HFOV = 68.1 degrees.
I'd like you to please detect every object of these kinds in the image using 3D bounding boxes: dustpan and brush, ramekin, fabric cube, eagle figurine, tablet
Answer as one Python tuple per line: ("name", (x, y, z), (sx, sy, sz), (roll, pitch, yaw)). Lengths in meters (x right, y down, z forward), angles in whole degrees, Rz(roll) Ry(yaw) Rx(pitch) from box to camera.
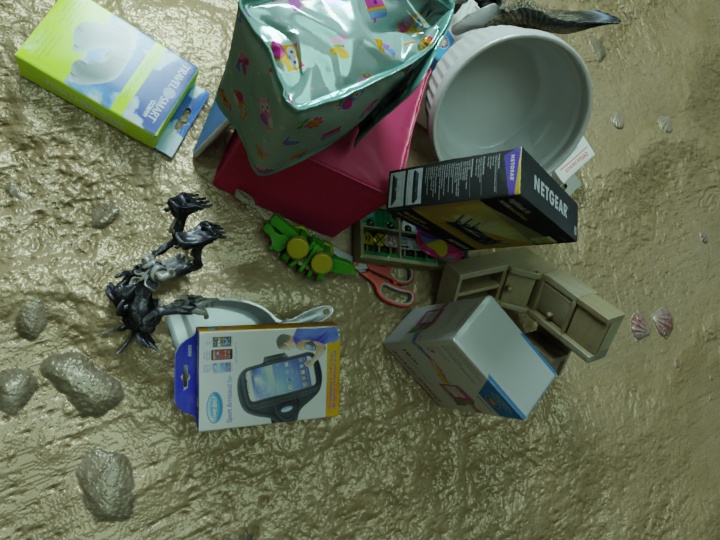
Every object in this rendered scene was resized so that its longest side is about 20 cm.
("dustpan and brush", (-0.131, 0.085, 0.693), (0.200, 0.057, 0.140), (-19, 88, -27))
("ramekin", (0.177, -0.210, 0.680), (0.200, 0.200, 0.105), (19, 32, -21))
("fabric cube", (-0.056, -0.188, 0.706), (0.196, 0.199, 0.200), (23, 71, -19))
("eagle figurine", (0.223, -0.340, 0.720), (0.200, 0.151, 0.152), (37, 25, -14))
("tablet", (-0.156, -0.223, 0.664), (0.014, 0.200, 0.130), (25, 70, -29))

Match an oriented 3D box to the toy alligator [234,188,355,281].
("toy alligator", (-0.099, -0.036, 0.740), (0.200, 0.059, 0.054), (33, 108, -16))

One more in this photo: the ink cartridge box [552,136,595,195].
("ink cartridge box", (0.349, -0.225, 0.979), (0.116, 0.067, 0.200), (-39, 97, -26))

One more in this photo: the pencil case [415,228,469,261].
("pencil case", (0.157, -0.105, 0.819), (0.088, 0.088, 0.200), (38, 59, -14))

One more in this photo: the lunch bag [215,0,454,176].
("lunch bag", (-0.022, -0.191, 0.516), (0.200, 0.170, 0.122), (-28, 92, -25))

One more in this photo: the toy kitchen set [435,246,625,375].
("toy kitchen set", (0.242, 0.092, 0.819), (0.180, 0.200, 0.163), (-10, 126, -29))

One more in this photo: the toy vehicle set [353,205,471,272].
("toy vehicle set", (0.083, -0.065, 0.837), (0.200, 0.027, 0.125), (6, 72, -25))

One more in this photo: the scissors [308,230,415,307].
("scissors", (0.000, 0.000, 0.799), (0.200, 0.014, 0.073), (19, 73, -22))

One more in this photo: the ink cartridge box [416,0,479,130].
("ink cartridge box", (0.161, -0.315, 0.864), (0.200, 0.145, 0.147), (31, 67, -17))

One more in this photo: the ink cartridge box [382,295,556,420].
("ink cartridge box", (0.141, 0.121, 0.740), (0.145, 0.200, 0.085), (48, 68, -9))

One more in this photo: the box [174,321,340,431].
("box", (-0.123, 0.127, 0.656), (0.200, 0.041, 0.119), (-1, 94, -25))

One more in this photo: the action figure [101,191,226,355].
("action figure", (-0.225, 0.014, 0.629), (0.119, 0.200, 0.102), (49, 24, 27))

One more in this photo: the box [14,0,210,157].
("box", (-0.307, -0.250, 0.684), (0.200, 0.048, 0.122), (29, 69, -17))

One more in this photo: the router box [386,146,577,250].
("router box", (0.150, -0.074, 0.632), (0.200, 0.157, 0.052), (18, 73, -51))
